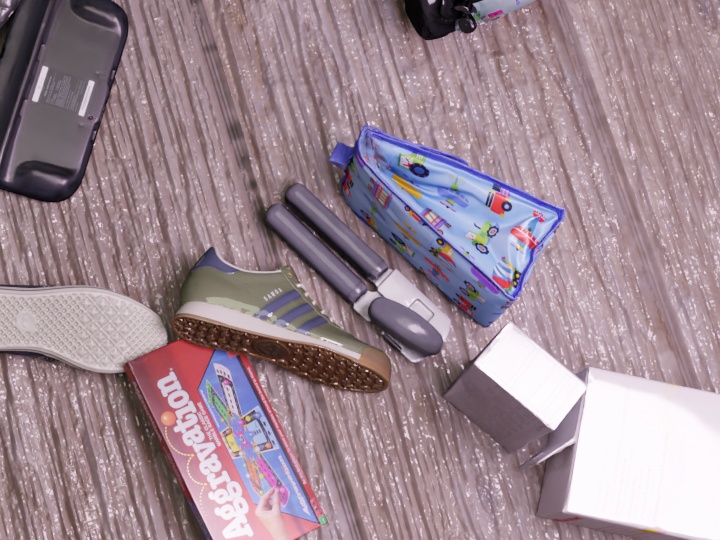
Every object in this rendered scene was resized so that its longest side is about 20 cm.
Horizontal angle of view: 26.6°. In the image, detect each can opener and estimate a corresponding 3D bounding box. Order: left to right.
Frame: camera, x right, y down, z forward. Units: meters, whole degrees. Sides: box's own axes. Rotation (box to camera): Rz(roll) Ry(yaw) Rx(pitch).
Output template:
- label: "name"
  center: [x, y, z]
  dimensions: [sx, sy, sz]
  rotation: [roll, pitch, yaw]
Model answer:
- label: "can opener"
  center: [0.000, 0.000, 1.350]
  dimensions: [0.200, 0.067, 0.053]
  rotation: [43, 78, 4]

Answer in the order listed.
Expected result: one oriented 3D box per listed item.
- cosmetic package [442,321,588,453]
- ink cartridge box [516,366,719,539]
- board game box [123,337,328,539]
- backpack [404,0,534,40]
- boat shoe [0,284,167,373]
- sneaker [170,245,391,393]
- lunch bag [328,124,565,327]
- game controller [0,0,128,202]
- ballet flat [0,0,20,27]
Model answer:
- label: "cosmetic package"
  center: [0.126, 0.100, 1.272]
  dimensions: [0.082, 0.200, 0.051]
  rotation: [42, 78, 4]
- label: "ink cartridge box"
  center: [0.242, 0.163, 1.305]
  dimensions: [0.199, 0.129, 0.126]
  rotation: [13, 78, -2]
- label: "board game box"
  center: [-0.117, 0.151, 1.322]
  dimensions: [0.103, 0.019, 0.201]
  rotation: [-24, 81, -26]
- label: "backpack"
  center: [0.123, -0.309, 1.391]
  dimensions: [0.199, 0.127, 0.168]
  rotation: [-20, 93, -9]
- label: "boat shoe"
  center: [-0.267, 0.046, 1.326]
  dimensions: [0.199, 0.062, 0.075]
  rotation: [7, 94, -18]
- label: "sneaker"
  center: [-0.061, 0.036, 1.338]
  dimensions: [0.199, 0.067, 0.090]
  rotation: [18, 59, -12]
- label: "lunch bag"
  center: [0.059, -0.048, 1.322]
  dimensions: [0.200, 0.151, 0.094]
  rotation: [31, 78, 2]
- label: "game controller"
  center: [-0.281, -0.164, 1.382]
  dimensions: [0.104, 0.042, 0.201]
  rotation: [19, 78, -15]
- label: "ballet flat"
  center: [-0.357, -0.233, 1.367]
  dimensions: [0.066, 0.057, 0.200]
  rotation: [25, 76, 44]
